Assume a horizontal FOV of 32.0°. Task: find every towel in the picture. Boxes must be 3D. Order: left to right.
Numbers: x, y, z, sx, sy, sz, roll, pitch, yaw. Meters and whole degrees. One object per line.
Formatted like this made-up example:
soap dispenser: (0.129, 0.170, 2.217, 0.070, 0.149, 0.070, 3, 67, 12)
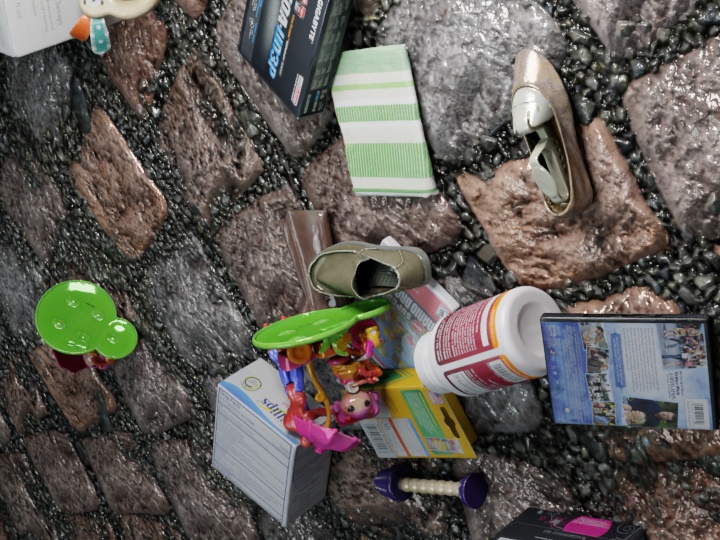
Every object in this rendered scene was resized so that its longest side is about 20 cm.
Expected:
towel: (0.027, -0.193, 1.642, 0.152, 0.023, 0.202, 6, 116, 45)

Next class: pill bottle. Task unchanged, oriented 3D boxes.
pill bottle: (0.160, 0.097, 1.605, 0.199, 0.113, 0.114, -24, 95, 51)

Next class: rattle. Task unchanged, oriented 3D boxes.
rattle: (-0.374, -0.398, 1.813, 0.200, 0.143, 0.130, -39, 106, 17)

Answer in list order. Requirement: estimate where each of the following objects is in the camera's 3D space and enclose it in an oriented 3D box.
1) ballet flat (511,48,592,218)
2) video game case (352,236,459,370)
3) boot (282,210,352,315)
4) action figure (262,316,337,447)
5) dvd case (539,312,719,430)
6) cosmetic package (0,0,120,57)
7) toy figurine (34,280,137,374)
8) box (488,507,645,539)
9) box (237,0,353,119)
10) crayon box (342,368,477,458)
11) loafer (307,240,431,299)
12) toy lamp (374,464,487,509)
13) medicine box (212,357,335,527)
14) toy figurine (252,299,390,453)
ballet flat: (0.211, -0.152, 1.427, 0.068, 0.067, 0.201, -13, 103, 50)
video game case: (0.053, 0.064, 1.778, 0.143, 0.017, 0.201, 45, 140, 18)
boot: (-0.088, 0.009, 1.853, 0.185, 0.064, 0.202, -14, 99, 42)
action figure: (-0.088, 0.177, 1.966, 0.065, 0.099, 0.202, -21, 73, 33)
dvd case: (0.314, 0.117, 1.470, 0.198, 0.018, 0.144, 0, 112, 26)
cosmetic package: (-0.502, -0.447, 1.918, 0.166, 0.199, 0.169, 23, 129, 38)
toy figurine: (-0.520, 0.137, 2.401, 0.199, 0.151, 0.184, 26, 150, 2)
box: (0.271, 0.407, 1.663, 0.199, 0.132, 0.116, -2, 111, 48)
box: (-0.088, -0.326, 1.645, 0.159, 0.046, 0.201, 50, 142, 27)
crayon box: (0.080, 0.204, 1.792, 0.199, 0.052, 0.126, -8, 117, 47)
loafer: (0.000, 0.000, 1.712, 0.199, 0.069, 0.076, -5, 100, 38)
toy lamp: (0.098, 0.318, 1.862, 0.199, 0.058, 0.059, -7, 108, 47)
medicine box: (-0.144, 0.282, 2.065, 0.182, 0.103, 0.201, 34, 134, 28)
toy figurine: (-0.032, 0.155, 1.737, 0.150, 0.198, 0.186, -163, 57, -69)
